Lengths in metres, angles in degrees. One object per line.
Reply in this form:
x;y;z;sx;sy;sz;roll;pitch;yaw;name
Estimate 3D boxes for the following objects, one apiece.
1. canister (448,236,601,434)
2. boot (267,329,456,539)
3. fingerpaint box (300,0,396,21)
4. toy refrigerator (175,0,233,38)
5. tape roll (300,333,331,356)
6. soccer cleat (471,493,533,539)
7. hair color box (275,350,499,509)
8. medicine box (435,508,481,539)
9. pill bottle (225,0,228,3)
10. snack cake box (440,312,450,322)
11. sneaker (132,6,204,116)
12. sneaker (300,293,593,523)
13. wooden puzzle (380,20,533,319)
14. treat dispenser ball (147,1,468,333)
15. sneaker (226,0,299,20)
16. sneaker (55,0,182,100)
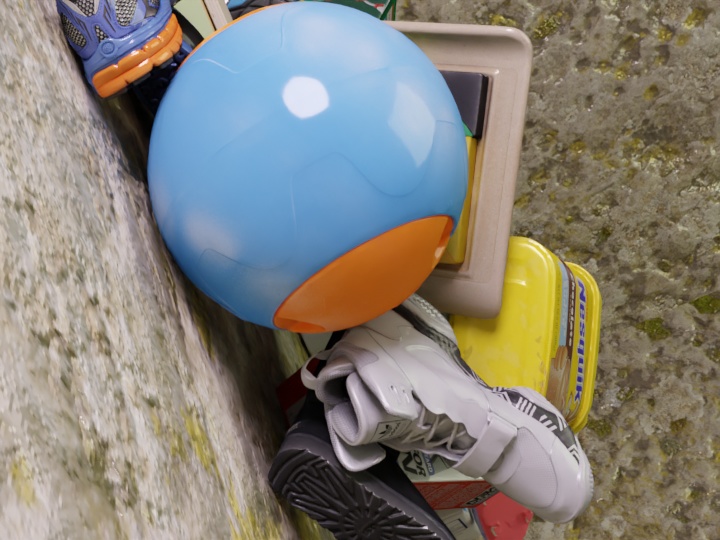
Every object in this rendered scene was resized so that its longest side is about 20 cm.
0.134;0.057;0.844;0.200;0.085;0.151;19;77;-67;canister
0.029;0.117;0.763;0.165;0.065;0.201;45;30;-12;boot
-0.051;-0.223;1.149;0.202;0.165;0.074;92;18;-46;fingerpaint box
-0.130;-0.166;0.832;0.070;0.075;0.202;-101;169;-75;toy refrigerator
-0.008;0.006;1.164;0.203;0.138;0.205;-22;90;-87;tape roll
0.110;0.161;0.996;0.076;0.066;0.203;-11;-84;66;soccer cleat
0.035;0.134;0.860;0.199;0.064;0.112;11;50;-47;hair color box
0.036;0.184;1.043;0.200;0.102;0.184;61;7;-69;medicine box
-0.122;-0.219;0.967;0.201;0.113;0.115;65;4;-48;pill bottle
0.000;0.000;0.884;0.068;0.198;0.115;-63;150;-24;snack cake box
-0.114;-0.109;0.774;0.201;0.069;0.078;69;3;-47;sneaker
0.052;0.104;0.677;0.200;0.075;0.115;43;38;14;sneaker
0.023;-0.075;0.758;0.037;0.183;0.203;-10;106;-64;wooden puzzle
-0.032;-0.063;0.657;0.201;0.199;0.203;-22;90;-87;treat dispenser ball
-0.085;-0.162;0.918;0.082;0.072;0.202;-41;148;-56;sneaker
-0.152;-0.188;0.657;0.079;0.075;0.201;61;5;-36;sneaker
